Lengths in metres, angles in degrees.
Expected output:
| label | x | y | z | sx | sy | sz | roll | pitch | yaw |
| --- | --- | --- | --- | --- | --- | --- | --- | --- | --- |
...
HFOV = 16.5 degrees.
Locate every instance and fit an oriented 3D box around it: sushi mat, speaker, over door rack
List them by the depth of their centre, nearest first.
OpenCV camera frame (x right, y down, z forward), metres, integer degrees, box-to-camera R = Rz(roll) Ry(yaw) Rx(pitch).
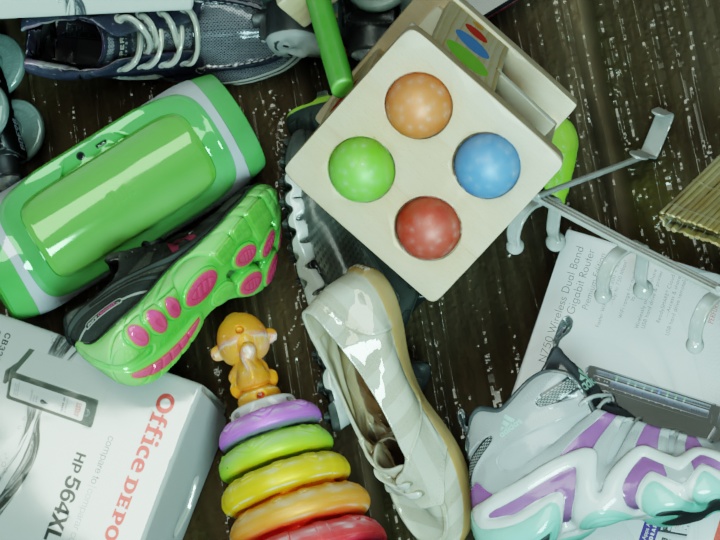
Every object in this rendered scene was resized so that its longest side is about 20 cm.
| label | x | y | z | sx | sy | sz | roll | pitch | yaw |
| --- | --- | --- | --- | --- | --- | --- | --- | --- | --- |
| over door rack | 0.200 | -0.020 | 1.576 | 0.147 | 0.200 | 0.067 | 29 | 125 | 23 |
| sushi mat | 0.270 | -0.053 | 1.577 | 0.095 | 0.200 | 0.012 | 24 | 123 | 20 |
| speaker | -0.166 | -0.050 | 1.664 | 0.199 | 0.089 | 0.089 | -32 | 72 | -10 |

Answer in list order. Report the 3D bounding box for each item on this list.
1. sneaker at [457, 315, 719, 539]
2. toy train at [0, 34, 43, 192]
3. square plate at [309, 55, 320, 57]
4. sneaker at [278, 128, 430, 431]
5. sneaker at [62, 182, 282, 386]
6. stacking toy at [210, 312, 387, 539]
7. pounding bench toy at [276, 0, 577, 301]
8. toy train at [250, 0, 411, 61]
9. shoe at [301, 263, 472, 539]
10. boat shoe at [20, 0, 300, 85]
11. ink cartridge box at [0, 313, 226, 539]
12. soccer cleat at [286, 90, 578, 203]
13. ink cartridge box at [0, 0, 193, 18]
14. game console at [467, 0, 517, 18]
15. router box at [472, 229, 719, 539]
| label | x | y | z | sx | sy | sz | roll | pitch | yaw |
| --- | --- | --- | --- | --- | --- | --- | --- | --- | --- |
| sneaker | 0.156 | 0.092 | 1.539 | 0.199 | 0.078 | 0.141 | -13 | 74 | 4 |
| toy train | -0.296 | -0.136 | 1.716 | 0.113 | 0.085 | 0.201 | -23 | 74 | 14 |
| square plate | -0.101 | -0.259 | 1.752 | 0.197 | 0.028 | 0.201 | 8 | 76 | 11 |
| sneaker | 0.000 | 0.000 | 1.645 | 0.090 | 0.066 | 0.202 | -12 | 82 | -2 |
| sneaker | -0.120 | -0.003 | 1.623 | 0.083 | 0.077 | 0.200 | 20 | 39 | 29 |
| stacking toy | -0.054 | 0.122 | 1.593 | 0.115 | 0.110 | 0.201 | -19 | 76 | 0 |
| pounding bench toy | 0.018 | -0.106 | 1.541 | 0.200 | 0.156 | 0.124 | 41 | 110 | -6 |
| toy train | -0.017 | -0.234 | 1.662 | 0.113 | 0.085 | 0.202 | -2 | 77 | 10 |
| shoe | 0.015 | 0.096 | 1.576 | 0.053 | 0.070 | 0.201 | -33 | 112 | -35 |
| boat shoe | -0.136 | -0.155 | 1.684 | 0.198 | 0.093 | 0.075 | -1 | 105 | 12 |
| ink cartridge box | -0.208 | 0.118 | 1.633 | 0.199 | 0.084 | 0.147 | 17 | 78 | 13 |
| soccer cleat | 0.046 | -0.079 | 1.663 | 0.198 | 0.068 | 0.082 | 4 | 80 | 7 |
| ink cartridge box | -0.213 | -0.245 | 1.655 | 0.198 | 0.085 | 0.145 | -3 | 48 | -10 |
| game console | 0.055 | -0.266 | 1.714 | 0.176 | 0.031 | 0.201 | -30 | 78 | -7 |
| router box | 0.188 | 0.096 | 1.600 | 0.178 | 0.049 | 0.201 | 16 | 78 | 12 |
